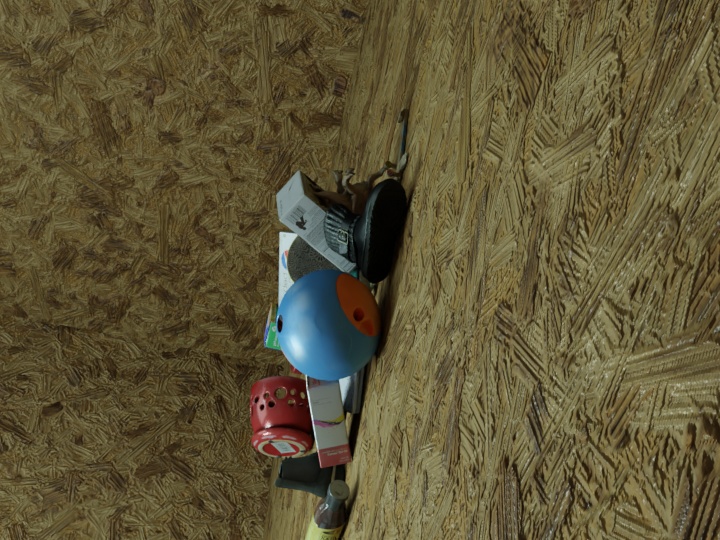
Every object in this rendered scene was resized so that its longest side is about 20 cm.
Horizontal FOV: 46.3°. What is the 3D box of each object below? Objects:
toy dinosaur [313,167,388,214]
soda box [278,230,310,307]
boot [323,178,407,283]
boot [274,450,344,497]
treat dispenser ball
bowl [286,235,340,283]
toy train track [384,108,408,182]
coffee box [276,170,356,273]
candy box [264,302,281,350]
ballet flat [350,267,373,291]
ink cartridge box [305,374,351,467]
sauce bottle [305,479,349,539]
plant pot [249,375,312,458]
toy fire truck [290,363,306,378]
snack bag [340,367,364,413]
[{"bbox_3d":[-0.007,-0.137,1.722,0.198,0.085,0.139,-17,-70,-49],"label":"toy dinosaur"},{"bbox_3d":[-0.157,0.006,2.077,0.063,0.067,0.205,-8,-79,-51],"label":"soda box"},{"bbox_3d":[0.002,-0.098,1.582,0.158,0.078,0.215,44,130,43],"label":"boot"},{"bbox_3d":[-0.105,0.392,1.753,0.200,0.135,0.079,-100,22,-73],"label":"boot"},{"bbox_3d":[-0.058,0.100,1.562,0.201,0.196,0.206,-169,90,-83],"label":"treat dispenser ball"},{"bbox_3d":[-0.071,-0.009,2.007,0.095,0.196,0.205,68,-155,-59],"label":"bowl"},{"bbox_3d":[0.070,-0.238,1.699,0.115,0.032,0.204,116,164,-64],"label":"toy train track"},{"bbox_3d":[-0.074,-0.098,1.730,0.080,0.199,0.114,-43,30,17],"label":"coffee box"},{"bbox_3d":[-0.140,0.155,2.121,0.169,0.195,0.079,-110,32,-75],"label":"candy box"},{"bbox_3d":[0.000,0.000,1.787,0.202,0.068,0.070,-86,10,-47],"label":"ballet flat"},{"bbox_3d":[-0.067,0.269,1.667,0.117,0.066,0.205,-122,23,-79],"label":"ink cartridge box"},{"bbox_3d":[-0.061,0.468,1.580,0.067,0.064,0.202,-87,9,-47],"label":"sauce bottle"},{"bbox_3d":[-0.224,0.425,2.409,0.202,0.196,0.186,112,164,-56],"label":"plant pot"},{"bbox_3d":[-0.096,0.151,1.923,0.168,0.110,0.204,-130,53,-73],"label":"toy fire truck"},{"bbox_3d":[-0.016,0.191,1.743,0.188,0.021,0.205,154,125,-77],"label":"snack bag"}]
